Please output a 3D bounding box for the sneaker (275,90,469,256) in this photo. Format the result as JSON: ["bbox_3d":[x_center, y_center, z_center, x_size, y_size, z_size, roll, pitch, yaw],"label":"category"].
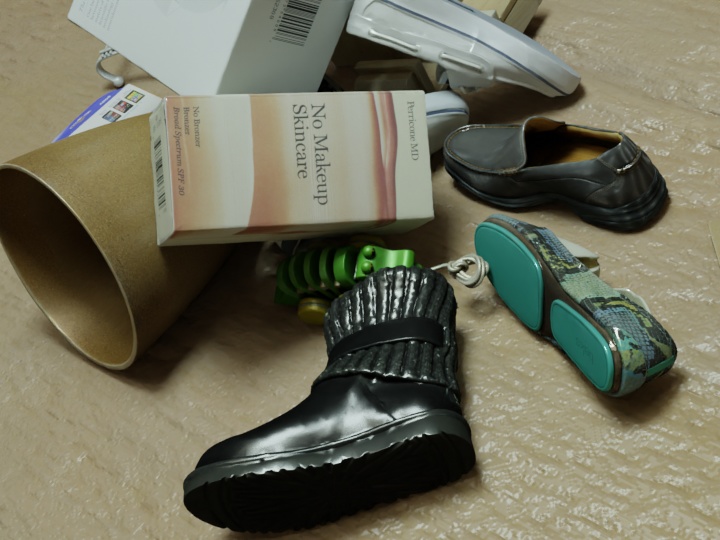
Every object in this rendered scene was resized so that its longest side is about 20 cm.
[{"bbox_3d":[0.010,-0.073,1.202,0.199,0.073,0.071,-30,68,-6],"label":"sneaker"}]

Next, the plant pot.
[{"bbox_3d":[-0.170,-0.054,1.207,0.185,0.188,0.199,20,48,43],"label":"plant pot"}]

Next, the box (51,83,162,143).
[{"bbox_3d":[-0.212,-0.108,1.380,0.119,0.042,0.199,-44,40,-17],"label":"box"}]

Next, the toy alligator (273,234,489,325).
[{"bbox_3d":[0.000,0.000,1.105,0.198,0.054,0.060,-8,63,38],"label":"toy alligator"}]

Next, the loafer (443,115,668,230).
[{"bbox_3d":[0.140,-0.091,1.126,0.198,0.073,0.073,13,56,40],"label":"loafer"}]

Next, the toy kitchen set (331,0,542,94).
[{"bbox_3d":[0.014,-0.240,1.272,0.198,0.181,0.164,4,50,39],"label":"toy kitchen set"}]

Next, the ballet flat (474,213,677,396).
[{"bbox_3d":[0.150,0.020,1.022,0.074,0.075,0.200,-32,42,-4],"label":"ballet flat"}]

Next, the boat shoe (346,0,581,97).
[{"bbox_3d":[0.083,-0.180,1.205,0.066,0.198,0.074,-63,9,16],"label":"boat shoe"}]

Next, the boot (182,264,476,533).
[{"bbox_3d":[-0.024,0.089,1.027,0.208,0.080,0.159,-13,48,3],"label":"boot"}]

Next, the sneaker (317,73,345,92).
[{"bbox_3d":[-0.055,-0.151,1.269,0.198,0.084,0.070,17,24,39],"label":"sneaker"}]

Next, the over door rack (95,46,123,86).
[{"bbox_3d":[-0.174,-0.278,1.501,0.199,0.067,0.149,-27,34,36],"label":"over door rack"}]

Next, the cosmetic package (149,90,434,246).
[{"bbox_3d":[-0.053,-0.077,1.102,0.197,0.105,0.087,-5,-4,-17],"label":"cosmetic package"}]

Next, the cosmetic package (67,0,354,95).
[{"bbox_3d":[-0.111,-0.251,1.210,0.199,0.122,0.201,35,109,33],"label":"cosmetic package"}]

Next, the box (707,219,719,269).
[{"bbox_3d":[0.337,-0.001,0.954,0.198,0.021,0.165,-18,41,14],"label":"box"}]
